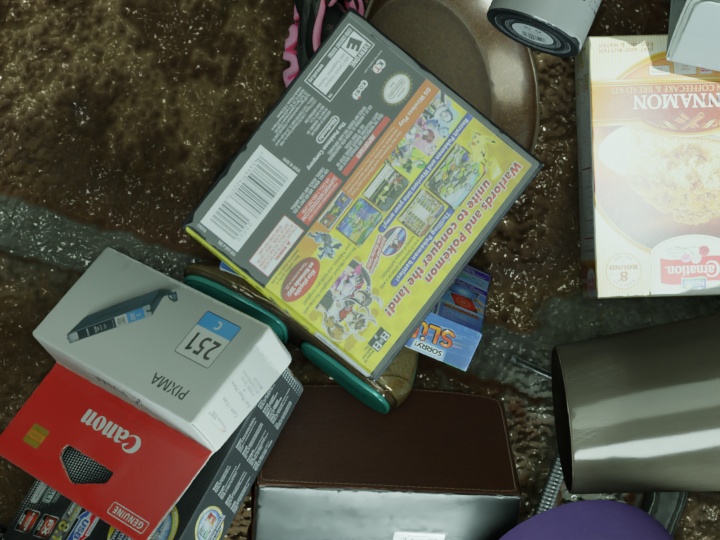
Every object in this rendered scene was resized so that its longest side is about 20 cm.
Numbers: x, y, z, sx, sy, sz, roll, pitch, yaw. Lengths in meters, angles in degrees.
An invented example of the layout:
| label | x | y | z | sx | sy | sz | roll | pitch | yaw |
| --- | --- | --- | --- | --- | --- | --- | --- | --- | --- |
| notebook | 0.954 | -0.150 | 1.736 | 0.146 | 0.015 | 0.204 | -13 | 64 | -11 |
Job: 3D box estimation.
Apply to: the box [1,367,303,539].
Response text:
| label | x | y | z | sx | sy | sz | roll | pitch | yaw |
| --- | --- | --- | --- | --- | --- | --- | --- | --- | --- |
| box | -0.154 | 0.144 | 1.548 | 0.159 | 0.044 | 0.201 | 10 | 61 | 38 |

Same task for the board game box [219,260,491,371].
| label | x | y | z | sx | sy | sz | roll | pitch | yaw |
| --- | --- | --- | --- | --- | --- | --- | --- | --- | --- |
| board game box | 0.000 | 0.000 | 1.584 | 0.198 | 0.136 | 0.035 | 23 | 111 | -1 |

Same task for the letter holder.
| label | x | y | z | sx | sy | sz | roll | pitch | yaw |
| --- | --- | --- | --- | --- | --- | --- | --- | --- | --- |
| letter holder | 0.014 | 0.166 | 1.611 | 0.198 | 0.143 | 0.101 | 3 | 121 | -5 |

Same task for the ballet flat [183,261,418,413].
| label | x | y | z | sx | sy | sz | roll | pitch | yaw |
| --- | --- | --- | --- | --- | --- | --- | --- | --- | --- |
| ballet flat | -0.039 | 0.032 | 1.618 | 0.199 | 0.068 | 0.073 | 30 | 70 | 9 |

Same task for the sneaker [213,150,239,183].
| label | x | y | z | sx | sy | sz | roll | pitch | yaw |
| --- | --- | --- | --- | --- | --- | --- | --- | --- | --- |
| sneaker | -0.020 | -0.078 | 1.579 | 0.199 | 0.078 | 0.090 | -20 | 86 | -32 |

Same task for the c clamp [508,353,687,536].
| label | x | y | z | sx | sy | sz | roll | pitch | yaw |
| --- | --- | --- | --- | --- | --- | --- | --- | --- | --- |
| c clamp | 0.169 | 0.186 | 1.644 | 0.169 | 0.027 | 0.202 | 17 | 85 | -8 |

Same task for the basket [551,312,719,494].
| label | x | y | z | sx | sy | sz | roll | pitch | yaw |
| --- | --- | --- | --- | --- | --- | --- | --- | --- | --- |
| basket | 0.249 | 0.103 | 1.577 | 0.198 | 0.181 | 0.137 | -6 | 56 | 0 |

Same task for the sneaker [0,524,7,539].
| label | x | y | z | sx | sy | sz | roll | pitch | yaw |
| --- | --- | --- | --- | --- | --- | --- | --- | --- | --- |
| sneaker | -0.309 | 0.252 | 1.612 | 0.198 | 0.066 | 0.091 | -11 | 94 | 1 |

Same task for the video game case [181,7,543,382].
| label | x | y | z | sx | sy | sz | roll | pitch | yaw |
| --- | --- | --- | --- | --- | --- | --- | --- | --- | --- |
| video game case | 0.001 | -0.054 | 1.502 | 0.180 | 0.026 | 0.201 | 38 | 90 | -1 |

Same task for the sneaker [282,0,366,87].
| label | x | y | z | sx | sy | sz | roll | pitch | yaw |
| --- | --- | --- | --- | --- | --- | --- | --- | --- | --- |
| sneaker | -0.024 | -0.225 | 1.601 | 0.078 | 0.095 | 0.202 | -9 | 91 | -15 |

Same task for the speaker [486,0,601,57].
| label | x | y | z | sx | sy | sz | roll | pitch | yaw |
| --- | --- | --- | --- | --- | --- | --- | --- | --- | --- |
| speaker | 0.171 | -0.271 | 1.607 | 0.081 | 0.081 | 0.202 | 23 | 82 | -1 |

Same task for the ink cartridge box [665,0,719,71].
| label | x | y | z | sx | sy | sz | roll | pitch | yaw |
| --- | --- | --- | --- | --- | --- | --- | --- | --- | --- |
| ink cartridge box | 0.314 | -0.245 | 1.578 | 0.144 | 0.083 | 0.202 | 12 | 59 | -2 |

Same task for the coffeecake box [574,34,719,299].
| label | x | y | z | sx | sy | sz | roll | pitch | yaw |
| --- | --- | --- | --- | --- | --- | --- | --- | --- | --- |
| coffeecake box | 0.249 | -0.080 | 1.623 | 0.152 | 0.073 | 0.202 | -2 | 90 | -3 |

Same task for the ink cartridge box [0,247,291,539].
| label | x | y | z | sx | sy | sz | roll | pitch | yaw |
| --- | --- | --- | --- | --- | --- | --- | --- | --- | --- |
| ink cartridge box | -0.174 | 0.088 | 1.544 | 0.177 | 0.199 | 0.045 | -52 | 136 | -17 |

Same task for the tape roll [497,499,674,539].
| label | x | y | z | sx | sy | sz | roll | pitch | yaw |
| --- | --- | --- | --- | --- | --- | --- | --- | --- | --- |
| tape roll | 0.171 | 0.279 | 1.568 | 0.198 | 0.085 | 0.202 | -9 | 120 | -16 |

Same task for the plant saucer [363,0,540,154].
| label | x | y | z | sx | sy | sz | roll | pitch | yaw |
| --- | --- | --- | --- | --- | --- | --- | --- | --- | --- |
| plant saucer | 0.059 | -0.139 | 1.594 | 0.199 | 0.036 | 0.203 | 9 | 77 | -43 |
